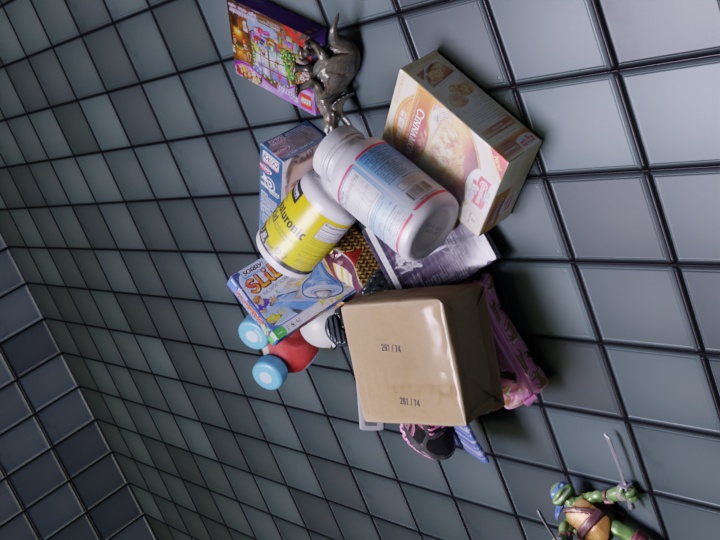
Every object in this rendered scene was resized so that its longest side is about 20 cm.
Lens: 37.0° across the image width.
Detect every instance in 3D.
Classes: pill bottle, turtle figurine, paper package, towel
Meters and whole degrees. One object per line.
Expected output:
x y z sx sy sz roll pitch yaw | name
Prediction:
0.030 -0.111 1.471 0.200 0.108 0.109 42 146 25 | pill bottle
0.353 0.381 1.568 0.194 0.144 0.200 43 150 16 | turtle figurine
0.088 0.123 1.546 0.199 0.103 0.192 -7 97 42 | paper package
0.137 0.203 1.708 0.201 0.024 0.145 62 171 -10 | towel
-0.069 -0.091 1.711 0.111 0.111 0.200 49 118 13 | pill bottle

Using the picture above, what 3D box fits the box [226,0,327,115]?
-0.128 -0.343 1.691 0.199 0.039 0.138 32 142 35 | box

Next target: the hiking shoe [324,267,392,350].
0.028 0.049 1.695 0.075 0.199 0.087 56 172 11 | hiking shoe

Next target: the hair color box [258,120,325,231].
-0.113 -0.139 1.794 0.060 0.100 0.201 40 145 28 | hair color box

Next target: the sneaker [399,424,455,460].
0.100 0.218 1.695 0.201 0.079 0.095 61 159 -14 | sneaker

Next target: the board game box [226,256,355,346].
-0.109 0.022 1.838 0.136 0.200 0.034 51 149 8 | board game box

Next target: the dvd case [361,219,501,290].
0.101 -0.039 1.589 0.200 0.016 0.149 -35 80 40 | dvd case

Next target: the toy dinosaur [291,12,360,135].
-0.042 -0.299 1.580 0.077 0.101 0.201 -105 24 -47 | toy dinosaur

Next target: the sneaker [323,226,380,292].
0.000 0.000 1.800 0.200 0.075 0.090 51 158 22 | sneaker

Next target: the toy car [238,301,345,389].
-0.082 0.106 1.939 0.199 0.185 0.178 1 122 28 | toy car

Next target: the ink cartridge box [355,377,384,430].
0.023 0.145 1.826 0.057 0.200 0.164 2 123 10 | ink cartridge box

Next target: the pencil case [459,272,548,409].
0.202 0.104 1.588 0.083 0.086 0.201 -24 98 37 | pencil case

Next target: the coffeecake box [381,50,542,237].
0.130 -0.170 1.450 0.200 0.073 0.154 44 147 20 | coffeecake box

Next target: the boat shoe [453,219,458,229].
0.042 -0.091 1.562 0.199 0.072 0.073 19 114 33 | boat shoe
